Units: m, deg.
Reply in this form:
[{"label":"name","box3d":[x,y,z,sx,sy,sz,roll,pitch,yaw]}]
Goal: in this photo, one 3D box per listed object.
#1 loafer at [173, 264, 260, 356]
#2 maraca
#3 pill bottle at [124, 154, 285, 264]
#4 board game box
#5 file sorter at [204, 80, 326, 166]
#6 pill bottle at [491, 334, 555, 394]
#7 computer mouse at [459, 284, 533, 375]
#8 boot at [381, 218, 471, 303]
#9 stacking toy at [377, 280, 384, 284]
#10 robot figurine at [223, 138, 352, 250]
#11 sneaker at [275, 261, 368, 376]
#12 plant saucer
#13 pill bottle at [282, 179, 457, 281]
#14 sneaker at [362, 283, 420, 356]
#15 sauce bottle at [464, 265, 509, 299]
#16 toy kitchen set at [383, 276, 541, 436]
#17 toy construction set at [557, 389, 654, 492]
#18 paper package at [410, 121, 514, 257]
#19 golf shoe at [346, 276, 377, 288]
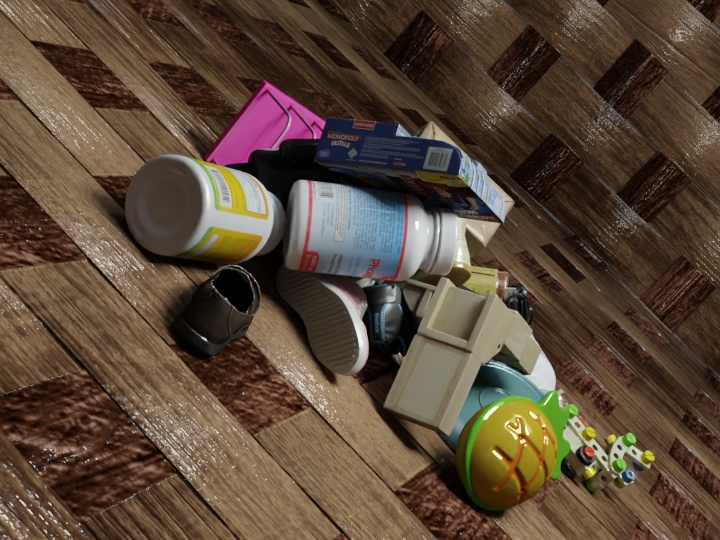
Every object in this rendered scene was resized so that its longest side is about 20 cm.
[{"label":"loafer","box3d":[-0.136,0.032,1.422,0.073,0.071,0.200,41,16,-6]},{"label":"maraca","box3d":[0.191,0.215,1.612,0.200,0.137,0.107,-12,16,-43]},{"label":"pill bottle","box3d":[-0.169,-0.065,1.528,0.111,0.111,0.200,49,16,21]},{"label":"board game box","box3d":[0.078,-0.114,1.652,0.200,0.062,0.200,10,-14,30]},{"label":"file sorter","box3d":[-0.085,-0.138,1.860,0.200,0.139,0.125,31,14,-36]},{"label":"pill bottle","box3d":[0.214,0.143,1.917,0.112,0.112,0.200,33,18,-30]},{"label":"computer mouse","box3d":[0.147,0.067,1.841,0.200,0.139,0.053,20,37,41]},{"label":"boot","box3d":[0.086,-0.040,1.803,0.073,0.200,0.156,12,67,-22]},{"label":"stacking toy","box3d":[-0.003,-0.049,1.933,0.085,0.085,0.200,27,8,-44]},{"label":"robot figurine","box3d":[-0.078,-0.097,1.720,0.200,0.125,0.150,-3,-6,-13]},{"label":"sneaker","box3d":[-0.020,0.060,1.627,0.105,0.075,0.200,21,21,-41]},{"label":"plant saucer","box3d":[0.179,0.183,1.731,0.200,0.027,0.200,17,38,-14]},{"label":"pill bottle","box3d":[0.011,-0.045,1.610,0.199,0.109,0.109,6,24,-9]},{"label":"sneaker","box3d":[0.044,0.079,1.783,0.200,0.073,0.082,34,53,-64]},{"label":"sauce bottle","box3d":[0.116,0.018,1.945,0.200,0.066,0.066,9,13,8]},{"label":"toy kitchen set","box3d":[0.099,0.117,1.681,0.163,0.181,0.200,18,-14,30]},{"label":"toy construction set","box3d":[0.327,0.243,1.966,0.200,0.092,0.131,40,38,21]},{"label":"paper package","box3d":[0.094,-0.092,1.985,0.191,0.200,0.104,43,55,-8]},{"label":"golf shoe","box3d":[0.000,0.000,1.780,0.097,0.078,0.200,52,-4,-11]}]
